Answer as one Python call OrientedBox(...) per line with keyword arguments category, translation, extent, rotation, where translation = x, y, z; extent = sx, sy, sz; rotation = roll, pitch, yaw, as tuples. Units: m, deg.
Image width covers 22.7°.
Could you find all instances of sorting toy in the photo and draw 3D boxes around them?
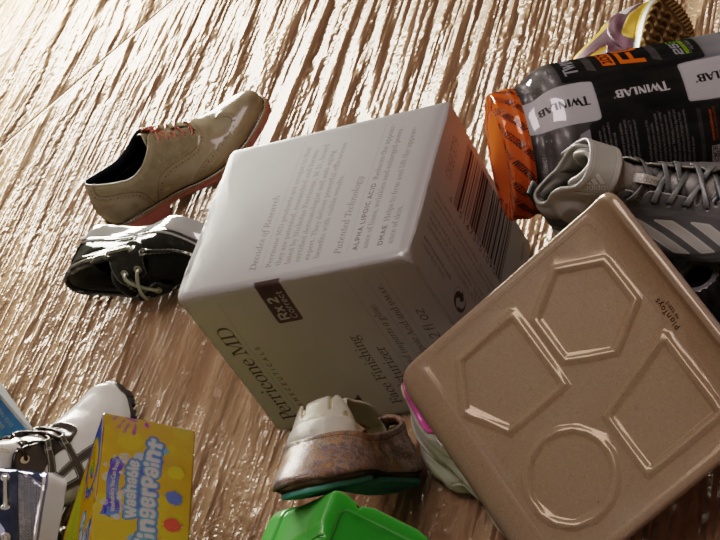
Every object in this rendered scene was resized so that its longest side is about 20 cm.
OrientedBox(category="sorting toy", translation=(0.144, 0.080, 1.157), extent=(0.200, 0.036, 0.186), rotation=(-44, 64, 17))

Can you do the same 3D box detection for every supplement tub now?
OrientedBox(category="supplement tub", translation=(0.198, -0.102, 1.329), extent=(0.198, 0.123, 0.123), rotation=(-11, 37, -5))

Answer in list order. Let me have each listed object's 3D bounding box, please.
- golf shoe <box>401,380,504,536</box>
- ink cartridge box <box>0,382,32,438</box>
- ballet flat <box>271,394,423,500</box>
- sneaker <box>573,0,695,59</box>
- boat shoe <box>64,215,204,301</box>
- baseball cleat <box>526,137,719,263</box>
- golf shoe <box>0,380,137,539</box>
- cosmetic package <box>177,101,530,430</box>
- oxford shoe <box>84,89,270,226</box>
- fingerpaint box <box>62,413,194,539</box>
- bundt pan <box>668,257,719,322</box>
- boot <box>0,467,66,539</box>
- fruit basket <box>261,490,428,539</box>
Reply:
OrientedBox(category="golf shoe", translation=(0.096, 0.126, 1.220), extent=(0.075, 0.092, 0.200), rotation=(-45, 39, -17))
OrientedBox(category="ink cartridge box", translation=(-0.391, 0.164, 1.552), extent=(0.200, 0.086, 0.146), rotation=(-39, 36, -9))
OrientedBox(category="ballet flat", translation=(-0.014, 0.121, 1.227), extent=(0.068, 0.200, 0.068), rotation=(-16, 79, 17))
OrientedBox(category="sneaker", translation=(0.201, -0.135, 1.465), extent=(0.090, 0.075, 0.201), rotation=(-12, 39, 55))
OrientedBox(category="boat shoe", translation=(-0.190, -0.001, 1.606), extent=(0.199, 0.071, 0.064), rotation=(-3, 44, 46))
OrientedBox(category="baseball cleat", translation=(0.203, -0.048, 1.195), extent=(0.199, 0.106, 0.070), rotation=(-10, 55, 36))
OrientedBox(category="golf shoe", translation=(-0.257, 0.155, 1.453), extent=(0.077, 0.095, 0.201), rotation=(2, 47, 40))
OrientedBox(category="cosmetic package", translation=(0.000, 0.000, 1.373), extent=(0.199, 0.165, 0.166), rotation=(-12, 42, 28))
OrientedBox(category="oxford shoe", translation=(-0.173, -0.115, 1.710), extent=(0.200, 0.075, 0.070), rotation=(-41, 36, -11))
OrientedBox(category="fingerpaint box", translation=(-0.170, 0.231, 1.241), extent=(0.073, 0.167, 0.201), rotation=(12, 38, -13))
OrientedBox(category="bundt pan", translation=(0.242, 0.028, 1.231), extent=(0.201, 0.076, 0.203), rotation=(-20, 39, 17))
OrientedBox(category="boot", translation=(-0.279, 0.240, 1.342), extent=(0.090, 0.073, 0.201), rotation=(11, 53, -11))
OrientedBox(category="fruit basket", translation=(-0.041, 0.261, 1.162), extent=(0.217, 0.155, 0.216), rotation=(-63, 4, 7))
